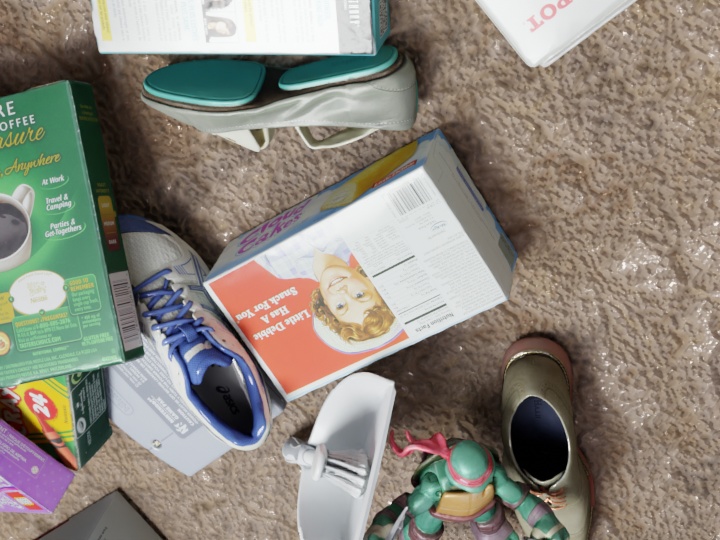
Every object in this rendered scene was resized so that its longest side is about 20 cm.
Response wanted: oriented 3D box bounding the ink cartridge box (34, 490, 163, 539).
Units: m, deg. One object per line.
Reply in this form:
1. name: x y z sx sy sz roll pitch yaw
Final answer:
1. ink cartridge box: -0.221 0.334 1.072 0.145 0.145 0.201 -32 106 27

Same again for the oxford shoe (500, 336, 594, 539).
1. oxford shoe: 0.136 0.154 0.918 0.070 0.074 0.202 -8 116 16

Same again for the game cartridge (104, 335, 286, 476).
1. game cartridge: -0.169 0.069 0.980 0.133 0.041 0.200 -35 104 24

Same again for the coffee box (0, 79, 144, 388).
1. coffee box: -0.230 -0.024 0.863 0.121 0.044 0.203 -12 92 15

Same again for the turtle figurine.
1. turtle figurine: 0.075 0.173 0.876 0.148 0.102 0.201 2 155 2

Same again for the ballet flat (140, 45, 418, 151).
1. ballet flat: -0.056 -0.111 0.836 0.197 0.068 0.064 -2 126 17

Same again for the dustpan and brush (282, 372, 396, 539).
1. dustpan and brush: -0.027 0.144 0.914 0.056 0.200 0.141 14 83 -5

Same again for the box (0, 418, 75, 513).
1. box: -0.338 0.147 1.001 0.137 0.039 0.199 45 147 -26

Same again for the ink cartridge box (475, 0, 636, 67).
1. ink cartridge box: 0.100 -0.245 0.709 0.145 0.084 0.200 -34 105 28

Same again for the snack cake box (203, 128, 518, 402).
1. snack cake box: 0.000 0.000 0.878 0.199 0.067 0.116 -26 110 26

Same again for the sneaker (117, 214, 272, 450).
1. sneaker: -0.123 0.044 0.892 0.075 0.088 0.201 -37 101 -9

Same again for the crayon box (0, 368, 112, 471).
1. crayon box: -0.300 0.071 0.980 0.198 0.051 0.128 18 129 19

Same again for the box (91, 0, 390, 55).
1. box: -0.082 -0.190 0.808 0.197 0.049 0.083 3 119 14
